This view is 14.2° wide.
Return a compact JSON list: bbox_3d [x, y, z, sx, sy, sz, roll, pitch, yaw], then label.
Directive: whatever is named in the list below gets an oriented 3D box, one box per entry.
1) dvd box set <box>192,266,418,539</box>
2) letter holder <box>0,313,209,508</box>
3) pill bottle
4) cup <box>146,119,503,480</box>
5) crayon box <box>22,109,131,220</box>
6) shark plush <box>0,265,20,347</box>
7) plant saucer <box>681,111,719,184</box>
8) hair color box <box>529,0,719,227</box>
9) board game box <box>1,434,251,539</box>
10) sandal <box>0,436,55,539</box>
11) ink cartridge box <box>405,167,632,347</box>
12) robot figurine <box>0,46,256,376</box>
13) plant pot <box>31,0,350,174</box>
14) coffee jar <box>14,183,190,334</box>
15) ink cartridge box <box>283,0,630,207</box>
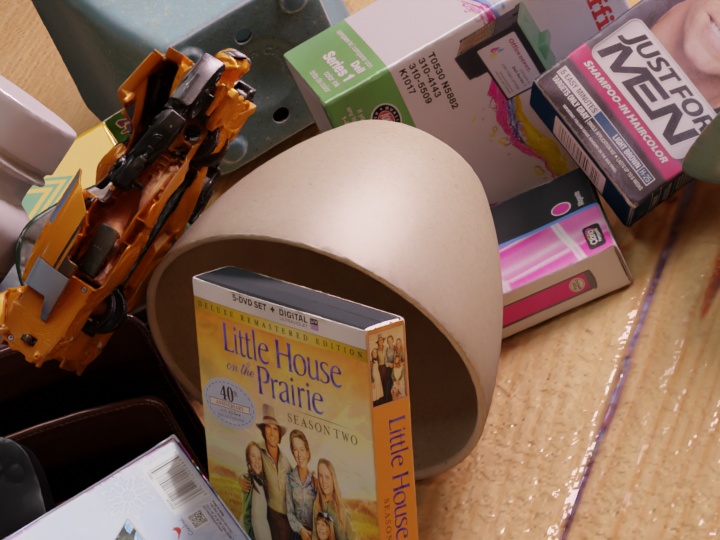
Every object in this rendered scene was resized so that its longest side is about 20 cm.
[{"bbox_3d":[-0.027,0.107,1.499,0.029,0.200,0.146,-18,23,-38],"label":"dvd box set"},{"bbox_3d":[-0.191,0.128,1.636,0.200,0.142,0.101,-22,32,9],"label":"letter holder"},{"bbox_3d":[-0.258,-0.023,1.684,0.200,0.114,0.114,-54,34,3],"label":"pill bottle"},{"bbox_3d":[0.000,0.000,1.611,0.200,0.200,0.143,-2,45,34],"label":"cup"},{"bbox_3d":[-0.202,-0.021,1.869,0.200,0.126,0.052,-31,69,-5],"label":"crayon box"},{"bbox_3d":[-0.214,0.036,1.760,0.091,0.200,0.083,0,5,21],"label":"shark plush"},{"bbox_3d":[0.269,-0.110,1.642,0.200,0.200,0.027,-35,77,-12],"label":"plant saucer"},{"bbox_3d":[0.208,-0.127,1.709,0.200,0.100,0.061,-37,-10,-6],"label":"hair color box"},{"bbox_3d":[-0.123,0.213,1.455,0.199,0.041,0.200,-30,63,-16],"label":"board game box"},{"bbox_3d":[-0.174,0.181,1.549,0.076,0.043,0.200,-35,71,5],"label":"sandal"},{"bbox_3d":[0.058,0.012,1.722,0.200,0.037,0.095,-26,33,6],"label":"ink cartridge box"},{"bbox_3d":[-0.126,-0.038,1.566,0.058,0.145,0.200,31,90,9],"label":"robot figurine"},{"bbox_3d":[-0.105,-0.178,1.974,0.196,0.196,0.200,-31,40,-6],"label":"plant pot"},{"bbox_3d":[-0.129,0.005,1.733,0.104,0.085,0.200,-24,-11,8],"label":"coffee jar"},{"bbox_3d":[0.076,-0.111,1.776,0.200,0.145,0.084,-30,33,-5],"label":"ink cartridge box"}]
